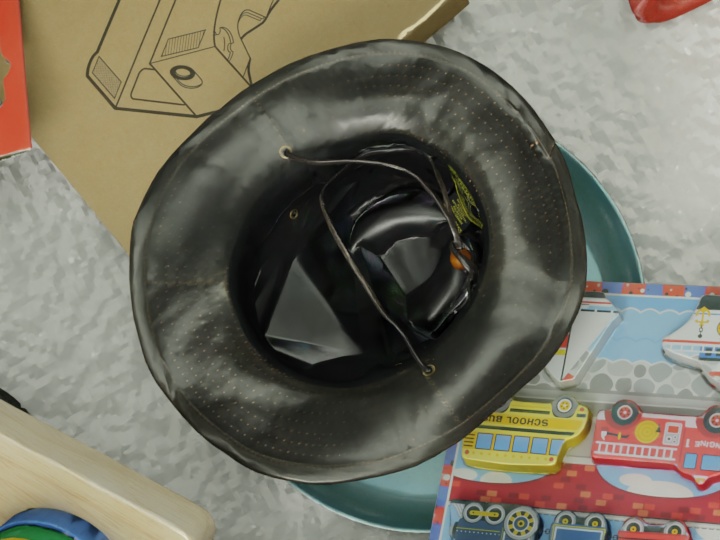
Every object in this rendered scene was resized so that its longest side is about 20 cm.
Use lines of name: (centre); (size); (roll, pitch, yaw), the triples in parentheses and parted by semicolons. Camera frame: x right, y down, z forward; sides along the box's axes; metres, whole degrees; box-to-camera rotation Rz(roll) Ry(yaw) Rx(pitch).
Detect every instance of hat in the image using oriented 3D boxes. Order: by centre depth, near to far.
hat: (0.000, 0.000, 0.987); (0.200, 0.081, 0.201); (-1, 80, 5)

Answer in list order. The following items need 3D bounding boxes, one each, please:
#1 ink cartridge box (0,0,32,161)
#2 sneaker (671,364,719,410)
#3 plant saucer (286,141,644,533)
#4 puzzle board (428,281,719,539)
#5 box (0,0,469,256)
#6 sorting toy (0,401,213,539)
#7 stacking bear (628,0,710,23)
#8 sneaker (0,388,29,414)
ink cartridge box: (-0.257, -0.079, 1.043); (0.200, 0.050, 0.109); (-17, 55, 9)
sneaker: (0.169, 0.112, 0.985); (0.146, 0.081, 0.200); (43, 92, 23)
plant saucer: (0.032, 0.022, 1.035); (0.200, 0.027, 0.200); (-1, 80, 6)
puzzle board: (0.132, 0.074, 0.951); (0.200, 0.017, 0.151); (3, 66, 21)
box: (-0.074, -0.119, 1.062); (0.200, 0.021, 0.164); (-40, 69, -3)
sorting toy: (-0.184, 0.149, 0.943); (0.200, 0.070, 0.199); (26, 122, 14)
stacking bear: (0.132, -0.237, 1.036); (0.114, 0.121, 0.200); (-26, 71, 3)
sneaker: (-0.242, 0.043, 1.026); (0.200, 0.091, 0.076); (25, 84, 11)
